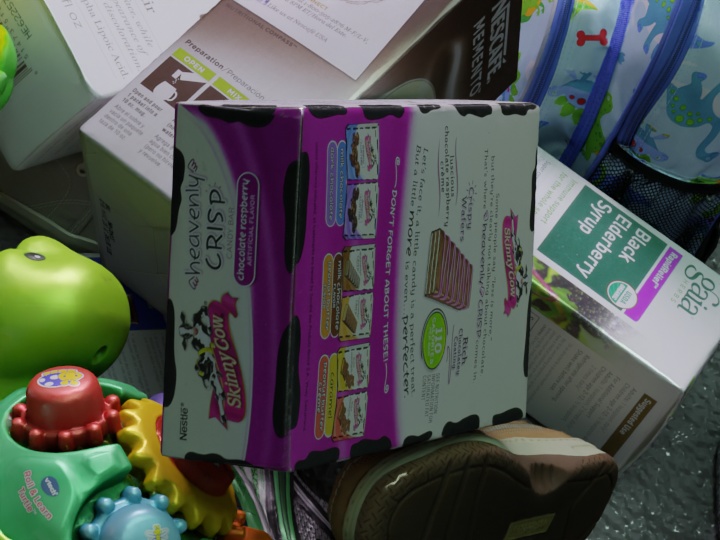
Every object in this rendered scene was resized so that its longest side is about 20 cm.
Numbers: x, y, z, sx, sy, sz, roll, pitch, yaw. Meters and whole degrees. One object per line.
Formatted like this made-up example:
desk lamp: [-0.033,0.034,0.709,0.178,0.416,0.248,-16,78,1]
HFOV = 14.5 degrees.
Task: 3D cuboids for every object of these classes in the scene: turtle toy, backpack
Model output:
turtle toy: [-0.108,0.080,1.113,0.200,0.101,0.146,58,17,25]
backpack: [0.141,-0.115,1.376,0.147,0.200,0.183,17,49,-14]

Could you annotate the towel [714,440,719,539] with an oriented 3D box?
towel: [0.220,0.096,1.273,0.086,0.166,0.200,17,47,-9]

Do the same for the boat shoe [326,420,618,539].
boat shoe: [0.033,0.092,1.226,0.076,0.072,0.200,33,12,28]

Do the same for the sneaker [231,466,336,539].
sneaker: [-0.017,0.143,1.175,0.085,0.078,0.200,-11,61,-36]

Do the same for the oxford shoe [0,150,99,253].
oxford shoe: [-0.139,-0.060,1.290,0.200,0.058,0.075,27,43,-8]

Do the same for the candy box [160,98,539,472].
candy box: [0.000,0.000,1.121,0.061,0.136,0.200,5,5,30]

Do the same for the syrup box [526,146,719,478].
syrup box: [0.073,-0.002,1.333,0.200,0.081,0.079,35,48,5]

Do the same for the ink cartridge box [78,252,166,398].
ink cartridge box: [-0.085,0.036,1.255,0.200,0.037,0.095,-4,55,-26]

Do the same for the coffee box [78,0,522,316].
coffee box: [-0.022,-0.073,1.228,0.080,0.114,0.200,37,67,19]

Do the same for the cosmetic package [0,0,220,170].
cosmetic package: [-0.095,-0.121,1.282,0.200,0.074,0.102,-24,82,-48]

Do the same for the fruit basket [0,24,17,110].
fruit basket: [-0.245,-0.123,1.186,0.215,0.216,0.156,8,51,-21]
